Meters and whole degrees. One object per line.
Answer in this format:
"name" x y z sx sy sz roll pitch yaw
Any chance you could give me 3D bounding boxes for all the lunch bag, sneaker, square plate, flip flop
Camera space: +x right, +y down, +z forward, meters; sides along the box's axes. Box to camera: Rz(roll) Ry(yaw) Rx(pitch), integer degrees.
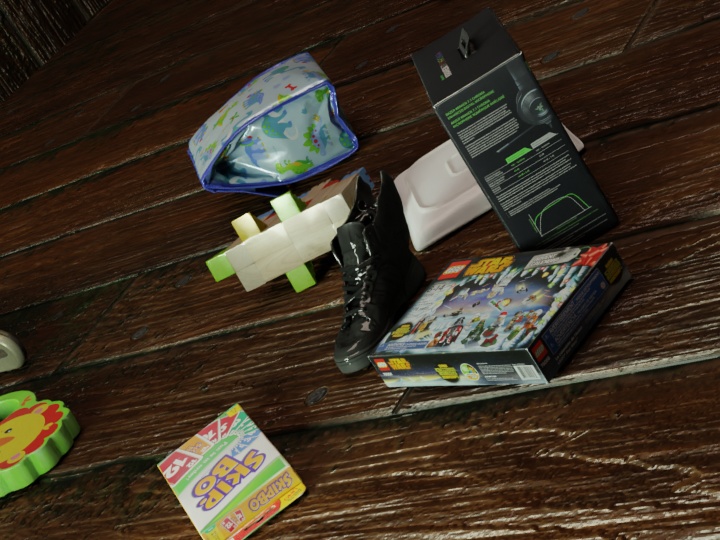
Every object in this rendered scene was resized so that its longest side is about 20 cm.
"lunch bag" -0.118 -0.170 2.051 0.199 0.128 0.170 -25 21 -3
"sneaker" 0.002 -0.001 1.543 0.060 0.104 0.200 -17 27 36
"square plate" 0.123 -0.112 1.714 0.198 0.028 0.200 -33 22 5
"flip flop" -0.505 0.126 2.067 0.199 0.081 0.058 -13 43 32

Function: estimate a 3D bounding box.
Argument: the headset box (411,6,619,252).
"headset box" 0.134 -0.129 1.495 0.093 0.200 0.174 -31 21 8

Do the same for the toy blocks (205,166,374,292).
"toy blocks" -0.055 -0.052 1.775 0.199 0.100 0.137 -26 12 22

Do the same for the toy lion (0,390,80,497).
"toy lion" -0.393 0.190 1.783 0.191 0.069 0.200 -23 23 9

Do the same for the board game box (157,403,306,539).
"board game box" -0.116 0.182 1.436 0.095 0.030 0.200 -37 24 -8

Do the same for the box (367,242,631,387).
"box" 0.115 0.039 1.384 0.200 0.040 0.137 -7 33 50
